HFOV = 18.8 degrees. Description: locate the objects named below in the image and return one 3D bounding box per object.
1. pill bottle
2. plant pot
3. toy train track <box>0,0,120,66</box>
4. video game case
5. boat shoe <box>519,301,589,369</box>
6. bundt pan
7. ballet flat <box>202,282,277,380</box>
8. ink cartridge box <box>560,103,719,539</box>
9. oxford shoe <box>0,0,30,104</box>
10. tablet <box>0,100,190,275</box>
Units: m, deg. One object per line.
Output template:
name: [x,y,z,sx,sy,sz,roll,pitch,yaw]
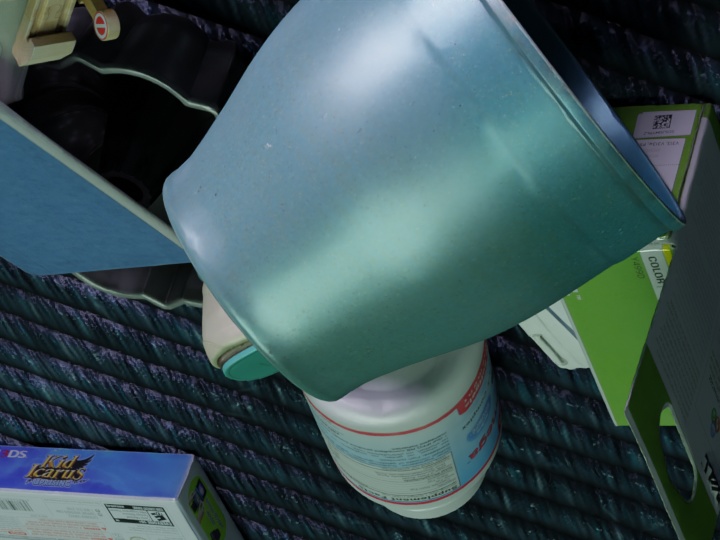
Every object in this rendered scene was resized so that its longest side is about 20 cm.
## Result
pill bottle: [0.027,0.075,1.280,0.108,0.109,0.200,11,158,13]
plant pot: [0.019,-0.044,1.017,0.188,0.200,0.200,-38,120,11]
toy train track: [-0.121,-0.157,0.989,0.033,0.114,0.200,58,143,25]
video game case: [-0.181,0.202,1.613,0.199,0.046,0.182,1,138,25]
boat shoe: [0.086,-0.007,1.197,0.065,0.074,0.200,-16,129,34]
bundt pan: [-0.119,-0.071,1.213,0.200,0.076,0.203,13,144,10]
ballet flat: [0.000,0.000,1.150,0.199,0.070,0.070,-19,130,23]
ink cartridge box: [0.144,0.035,1.115,0.075,0.201,0.148,-1,138,27]
oxford shoe: [-0.173,-0.151,1.061,0.057,0.076,0.200,-4,144,-25]
tablet: [-0.186,-0.044,1.159,0.129,0.014,0.200,-4,155,32]
